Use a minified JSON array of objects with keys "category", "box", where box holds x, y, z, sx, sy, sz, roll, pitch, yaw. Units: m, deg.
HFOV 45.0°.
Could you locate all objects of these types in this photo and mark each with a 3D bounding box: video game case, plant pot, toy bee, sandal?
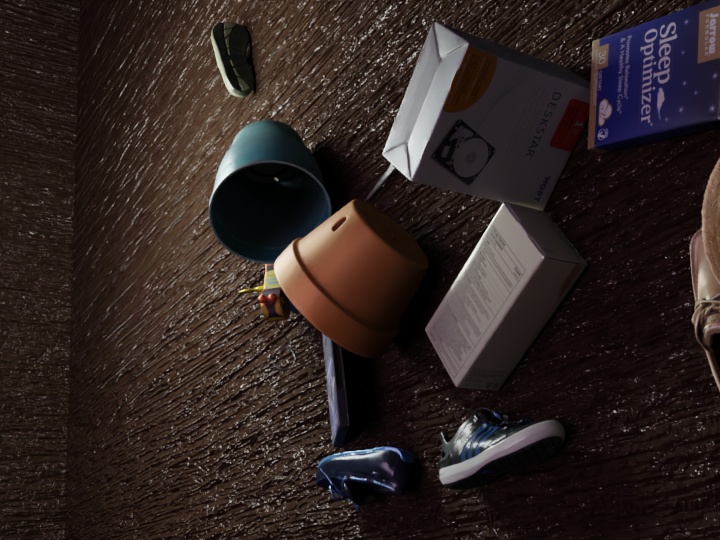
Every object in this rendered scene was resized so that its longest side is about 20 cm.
[{"category":"video game case","box":[-0.040,0.150,1.305,0.143,0.019,0.203,103,161,-67]},{"category":"plant pot","box":[0.000,0.000,1.190,0.140,0.199,0.201,-49,43,17]},{"category":"plant pot","box":[-0.154,-0.148,1.464,0.201,0.198,0.189,-59,25,31]},{"category":"toy bee","box":[-0.132,0.043,1.450,0.130,0.109,0.202,-27,59,0]},{"category":"sandal","box":[-0.270,-0.437,1.807,0.057,0.079,0.204,124,141,-56]}]

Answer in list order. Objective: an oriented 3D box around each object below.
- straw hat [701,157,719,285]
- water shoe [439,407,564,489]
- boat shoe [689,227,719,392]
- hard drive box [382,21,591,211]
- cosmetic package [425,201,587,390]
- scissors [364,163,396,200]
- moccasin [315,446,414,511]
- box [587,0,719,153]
[{"category":"straw hat","box":[0.380,-0.042,0.678,0.200,0.084,0.204,-12,75,50]},{"category":"water shoe","box":[0.150,0.192,1.002,0.200,0.071,0.080,-40,49,46]},{"category":"boat shoe","box":[0.328,0.045,0.758,0.071,0.064,0.203,-41,50,46]},{"category":"hard drive box","box":[0.146,-0.166,0.968,0.077,0.198,0.158,49,124,49]},{"category":"cosmetic package","box":[0.164,0.033,1.014,0.201,0.070,0.106,-60,38,31]},{"category":"scissors","box":[0.059,-0.171,1.283,0.199,0.014,0.074,-32,60,52]},{"category":"moccasin","box":[-0.005,0.293,1.214,0.199,0.080,0.069,-31,46,52]},{"category":"box","box":[0.312,-0.194,0.869,0.199,0.032,0.123,-5,79,56]}]
